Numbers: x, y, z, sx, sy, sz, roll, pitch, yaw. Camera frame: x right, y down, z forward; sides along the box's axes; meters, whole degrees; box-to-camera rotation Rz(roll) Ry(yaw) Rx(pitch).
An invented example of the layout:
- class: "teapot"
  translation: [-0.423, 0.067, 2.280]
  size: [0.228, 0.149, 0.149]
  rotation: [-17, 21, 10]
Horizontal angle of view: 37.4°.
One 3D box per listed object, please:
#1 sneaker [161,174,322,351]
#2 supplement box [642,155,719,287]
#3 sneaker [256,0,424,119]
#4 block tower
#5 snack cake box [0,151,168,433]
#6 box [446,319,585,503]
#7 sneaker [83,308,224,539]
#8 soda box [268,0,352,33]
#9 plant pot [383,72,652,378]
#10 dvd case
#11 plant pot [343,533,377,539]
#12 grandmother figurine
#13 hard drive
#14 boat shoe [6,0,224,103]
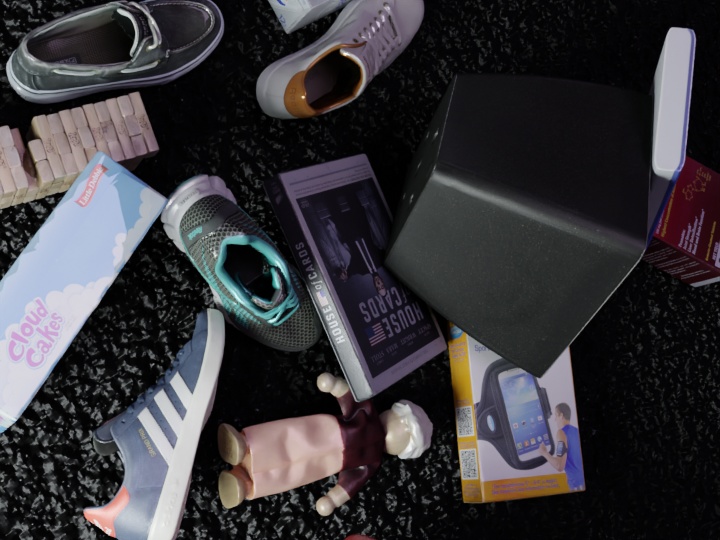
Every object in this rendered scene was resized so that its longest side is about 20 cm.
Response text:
- class: "sneaker"
  translation: [-0.084, 0.014, 0.862]
  size: [0.078, 0.091, 0.200]
  rotation: [-43, 133, -4]
- class: "supplement box"
  translation: [0.310, -0.073, 1.127]
  size: [0.199, 0.061, 0.109]
  rotation: [24, 70, -19]
- class: "sneaker"
  translation: [0.003, -0.197, 0.980]
  size: [0.200, 0.084, 0.073]
  rotation: [-42, 125, -23]
- class: "block tower"
  translation: [-0.266, -0.088, 0.850]
  size: [0.199, 0.058, 0.054]
  rotation: [-20, 88, -26]
- class: "snack cake box"
  translation: [-0.237, 0.018, 0.807]
  size: [0.067, 0.115, 0.201]
  rotation: [36, 66, -14]
- class: "box"
  translation: [0.147, 0.116, 1.018]
  size: [0.118, 0.041, 0.201]
  rotation: [-1, 82, -26]
- class: "sneaker"
  translation: [-0.165, 0.116, 0.849]
  size: [0.084, 0.075, 0.201]
  rotation: [15, 63, -3]
- class: "soda box"
  translation: [0.000, -0.303, 1.021]
  size: [0.200, 0.063, 0.069]
  rotation: [-32, 94, -28]
- class: "plant pot"
  translation: [0.132, -0.061, 0.949]
  size: [0.177, 0.200, 0.201]
  rotation: [22, 49, -5]
- class: "dvd case"
  translation: [0.000, 0.000, 0.940]
  size: [0.150, 0.025, 0.201]
  rotation: [-23, 89, -58]
- class: "plant pot"
  translation: [-0.006, 0.333, 0.807]
  size: [0.182, 0.200, 0.201]
  rotation: [-36, 96, -25]
- class: "grandmother figurine"
  translation: [-0.023, 0.147, 0.921]
  size: [0.199, 0.060, 0.122]
  rotation: [-4, 108, -30]
- class: "hard drive"
  translation: [0.274, -0.114, 0.981]
  size: [0.025, 0.200, 0.133]
  rotation: [7, 73, 9]
- class: "boat shoe"
  translation: [-0.196, -0.191, 0.896]
  size: [0.199, 0.071, 0.072]
  rotation: [-28, 92, -29]
